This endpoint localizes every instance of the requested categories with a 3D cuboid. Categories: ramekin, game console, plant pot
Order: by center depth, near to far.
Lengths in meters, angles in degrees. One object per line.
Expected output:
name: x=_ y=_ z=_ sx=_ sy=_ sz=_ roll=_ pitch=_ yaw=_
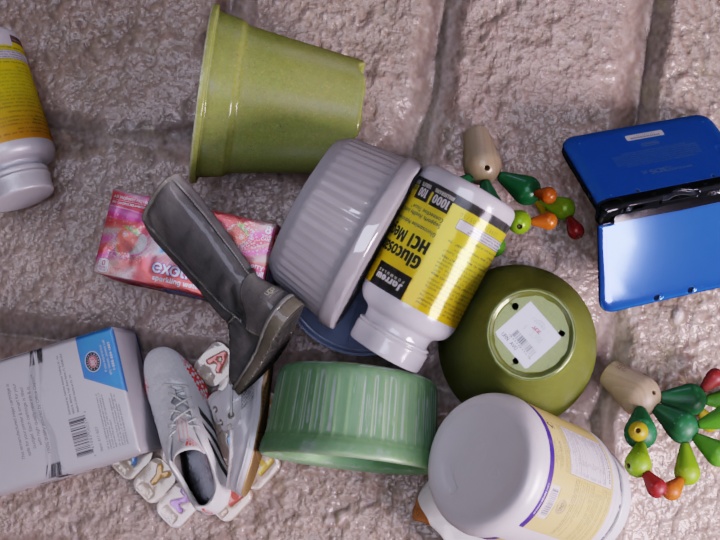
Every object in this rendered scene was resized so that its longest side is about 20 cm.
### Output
ramekin: x=-0.020 y=-0.048 z=1.222 sx=0.094 sy=0.202 sz=0.204 roll=30 pitch=86 yaw=5
plant pot: x=0.177 y=0.077 z=1.240 sx=0.184 sy=0.200 sz=0.190 roll=0 pitch=84 yaw=3
ramekin: x=-0.007 y=0.162 z=1.249 sx=0.197 sy=0.200 sz=0.099 roll=5 pitch=76 yaw=4
plant pot: x=-0.092 y=-0.188 z=1.307 sx=0.182 sy=0.200 sz=0.203 roll=8 pitch=84 yaw=-7
game console: x=0.338 y=-0.069 z=1.313 sx=0.198 sy=0.119 sz=0.172 roll=-11 pitch=52 yaw=-16

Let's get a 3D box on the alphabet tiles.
alphabet tiles: x=-0.193 y=0.193 z=1.345 sx=0.200 sy=0.015 sz=0.196 roll=44 pitch=88 yaw=8

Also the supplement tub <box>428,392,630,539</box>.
supplement tub: x=0.181 y=0.221 z=1.199 sx=0.144 sy=0.199 sz=0.147 roll=-21 pitch=57 yaw=36

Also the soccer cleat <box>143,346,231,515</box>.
soccer cleat: x=-0.198 y=0.180 z=1.296 sx=0.068 sy=0.085 sz=0.202 roll=-20 pitch=83 yaw=2

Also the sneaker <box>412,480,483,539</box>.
sneaker: x=0.148 y=0.304 z=1.295 sx=0.199 sy=0.073 sz=0.085 roll=35 pitch=121 yaw=-1

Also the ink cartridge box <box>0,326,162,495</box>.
ink cartridge box: x=-0.346 y=0.163 z=1.316 sx=0.198 sy=0.084 sz=0.148 roll=-16 pitch=82 yaw=8

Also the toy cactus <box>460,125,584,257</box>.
toy cactus: x=0.150 y=-0.086 z=1.326 sx=0.197 sy=0.103 sz=0.167 roll=-9 pitch=63 yaw=3

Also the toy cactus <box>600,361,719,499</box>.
toy cactus: x=0.335 y=0.155 z=1.256 sx=0.199 sy=0.103 sz=0.165 roll=-32 pitch=52 yaw=-27

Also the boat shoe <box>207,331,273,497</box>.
boat shoe: x=-0.141 y=0.155 z=1.308 sx=0.068 sy=0.071 sz=0.202 roll=6 pitch=70 yaw=1

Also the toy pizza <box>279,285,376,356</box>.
toy pizza: x=0.000 y=0.000 z=1.330 sx=0.197 sy=0.032 sz=0.203 roll=2 pitch=78 yaw=-12

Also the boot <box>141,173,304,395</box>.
boot: x=-0.160 y=0.018 z=1.229 sx=0.199 sy=0.183 sz=0.073 roll=39 pitch=43 yaw=9

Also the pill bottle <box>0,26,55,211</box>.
pill bottle: x=-0.429 y=-0.177 z=1.354 sx=0.108 sy=0.109 sz=0.202 roll=-20 pitch=82 yaw=1

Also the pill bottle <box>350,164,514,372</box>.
pill bottle: x=0.071 y=0.000 z=1.214 sx=0.112 sy=0.112 sz=0.202 roll=28 pitch=92 yaw=6

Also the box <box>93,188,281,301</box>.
box: x=-0.194 y=-0.021 z=1.328 sx=0.197 sy=0.095 sz=0.104 roll=13 pitch=84 yaw=5
